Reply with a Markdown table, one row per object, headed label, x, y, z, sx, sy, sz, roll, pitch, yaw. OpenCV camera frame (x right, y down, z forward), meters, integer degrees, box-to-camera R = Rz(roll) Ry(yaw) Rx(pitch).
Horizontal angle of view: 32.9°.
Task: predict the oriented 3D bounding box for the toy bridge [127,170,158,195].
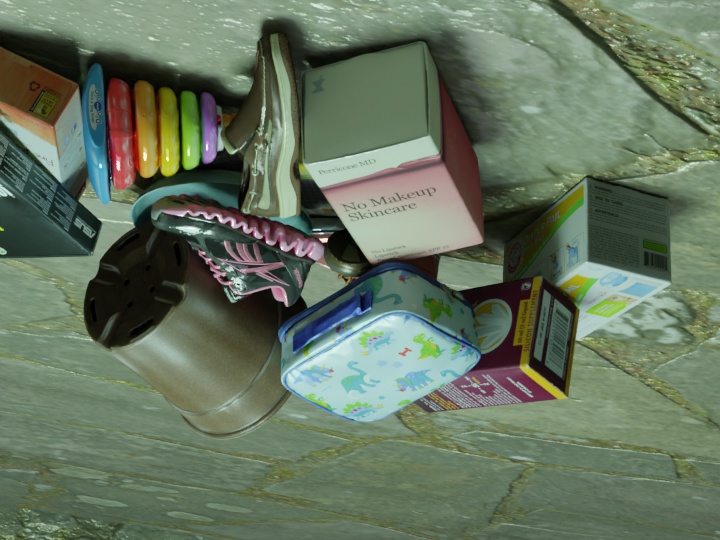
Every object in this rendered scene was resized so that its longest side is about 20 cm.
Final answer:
| label | x | y | z | sx | sy | sz | roll | pitch | yaw |
| --- | --- | --- | --- | --- | --- | --- | --- | --- | --- |
| toy bridge | -0.170 | -0.115 | 1.331 | 0.198 | 0.028 | 0.067 | -14 | 152 | 36 |

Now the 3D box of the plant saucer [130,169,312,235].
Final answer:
| label | x | y | z | sx | sy | sz | roll | pitch | yaw |
| --- | --- | --- | --- | --- | --- | --- | --- | --- | --- |
| plant saucer | -0.150 | -0.062 | 1.326 | 0.196 | 0.028 | 0.201 | 1 | 159 | 1 |

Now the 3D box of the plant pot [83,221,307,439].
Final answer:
| label | x | y | z | sx | sy | sz | roll | pitch | yaw |
| --- | --- | --- | --- | --- | --- | --- | --- | --- | --- |
| plant pot | -0.187 | 0.057 | 1.354 | 0.198 | 0.203 | 0.198 | -10 | 148 | 30 |

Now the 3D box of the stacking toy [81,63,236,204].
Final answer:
| label | x | y | z | sx | sy | sz | roll | pitch | yaw |
| --- | --- | --- | --- | --- | --- | --- | --- | --- | --- |
| stacking toy | -0.174 | -0.138 | 1.212 | 0.196 | 0.118 | 0.110 | -3 | 159 | -11 |

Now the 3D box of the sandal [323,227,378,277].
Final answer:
| label | x | y | z | sx | sy | sz | roll | pitch | yaw |
| --- | --- | --- | --- | --- | --- | --- | --- | --- | --- |
| sandal | 0.015 | -0.019 | 1.344 | 0.081 | 0.055 | 0.200 | 21 | -157 | 15 |

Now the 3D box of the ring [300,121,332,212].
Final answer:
| label | x | y | z | sx | sy | sz | roll | pitch | yaw |
| --- | --- | --- | --- | --- | --- | --- | --- | --- | --- |
| ring | -0.011 | -0.107 | 1.327 | 0.197 | 0.020 | 0.201 | 4 | 156 | 2 |

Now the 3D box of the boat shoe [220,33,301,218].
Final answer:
| label | x | y | z | sx | sy | sz | roll | pitch | yaw |
| --- | --- | --- | --- | --- | --- | --- | --- | --- | --- |
| boat shoe | -0.096 | -0.129 | 1.162 | 0.073 | 0.075 | 0.205 | -6 | 131 | -7 |

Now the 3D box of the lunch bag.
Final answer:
| label | x | y | z | sx | sy | sz | roll | pitch | yaw |
| --- | --- | --- | --- | --- | --- | --- | --- | --- | --- |
| lunch bag | 0.018 | 0.077 | 1.304 | 0.199 | 0.083 | 0.160 | -32 | 136 | 33 |

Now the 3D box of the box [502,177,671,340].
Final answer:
| label | x | y | z | sx | sy | sz | roll | pitch | yaw |
| --- | --- | --- | --- | --- | --- | --- | --- | --- | --- |
| box | 0.252 | -0.007 | 1.393 | 0.111 | 0.103 | 0.200 | 13 | 155 | -17 |

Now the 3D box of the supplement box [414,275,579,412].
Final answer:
| label | x | y | z | sx | sy | sz | roll | pitch | yaw |
| --- | --- | --- | --- | --- | --- | --- | --- | --- | --- |
| supplement box | 0.137 | 0.086 | 1.376 | 0.198 | 0.112 | 0.085 | -12 | 144 | 40 |

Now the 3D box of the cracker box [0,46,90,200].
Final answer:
| label | x | y | z | sx | sy | sz | roll | pitch | yaw |
| --- | --- | --- | --- | --- | --- | --- | --- | --- | --- |
| cracker box | -0.347 | -0.141 | 1.225 | 0.132 | 0.058 | 0.201 | 25 | 155 | 2 |

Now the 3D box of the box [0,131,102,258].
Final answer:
| label | x | y | z | sx | sy | sz | roll | pitch | yaw |
| --- | --- | --- | --- | --- | --- | --- | --- | --- | --- |
| box | -0.395 | -0.077 | 1.239 | 0.190 | 0.048 | 0.200 | 2 | 152 | 28 |

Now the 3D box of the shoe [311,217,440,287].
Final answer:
| label | x | y | z | sx | sy | sz | roll | pitch | yaw |
| --- | --- | --- | --- | --- | --- | --- | --- | --- | --- |
| shoe | 0.000 | 0.000 | 1.471 | 0.197 | 0.092 | 0.072 | 10 | 156 | -10 |

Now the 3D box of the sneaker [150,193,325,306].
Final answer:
| label | x | y | z | sx | sy | sz | roll | pitch | yaw |
| --- | --- | --- | --- | --- | --- | --- | --- | --- | --- |
| sneaker | -0.131 | -0.015 | 1.258 | 0.198 | 0.097 | 0.079 | 18 | -172 | -32 |

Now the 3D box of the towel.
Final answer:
| label | x | y | z | sx | sy | sz | roll | pitch | yaw |
| --- | --- | --- | --- | --- | --- | --- | --- | --- | --- |
| towel | -0.122 | -0.094 | 1.312 | 0.196 | 0.023 | 0.144 | -3 | 158 | 9 |

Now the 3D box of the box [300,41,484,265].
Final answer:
| label | x | y | z | sx | sy | sz | roll | pitch | yaw |
| --- | --- | --- | --- | --- | --- | --- | --- | --- | --- |
| box | 0.035 | -0.107 | 1.182 | 0.126 | 0.111 | 0.200 | -11 | 149 | 16 |
